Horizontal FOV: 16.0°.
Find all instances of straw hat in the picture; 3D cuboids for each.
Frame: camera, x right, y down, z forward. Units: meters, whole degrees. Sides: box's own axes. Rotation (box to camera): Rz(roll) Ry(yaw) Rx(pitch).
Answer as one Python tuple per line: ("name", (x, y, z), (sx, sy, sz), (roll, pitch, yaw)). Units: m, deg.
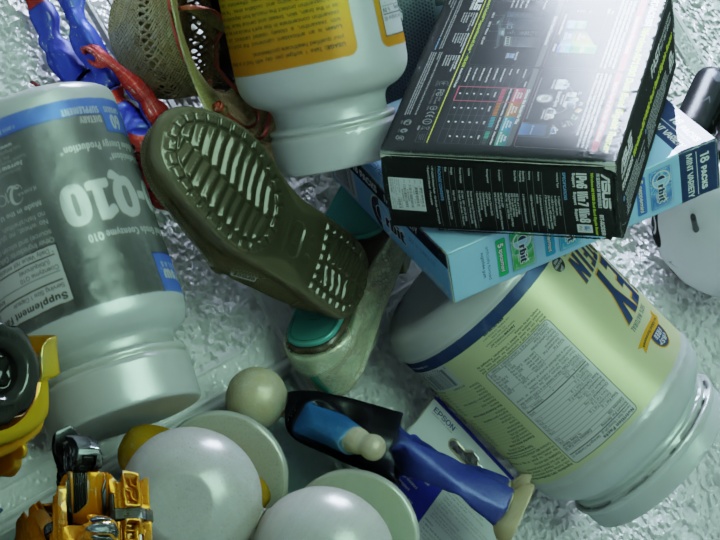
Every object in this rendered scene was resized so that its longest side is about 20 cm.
("straw hat", (-0.117, -0.159, 1.672), (0.201, 0.085, 0.201), (-9, 90, -67))

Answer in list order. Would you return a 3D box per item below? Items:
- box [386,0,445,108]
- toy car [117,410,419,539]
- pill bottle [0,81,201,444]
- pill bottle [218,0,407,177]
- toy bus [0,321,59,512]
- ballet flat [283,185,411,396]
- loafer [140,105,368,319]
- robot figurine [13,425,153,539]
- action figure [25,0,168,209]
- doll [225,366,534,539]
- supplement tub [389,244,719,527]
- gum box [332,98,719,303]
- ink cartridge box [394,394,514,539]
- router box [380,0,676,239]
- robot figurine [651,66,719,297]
("box", (0.050, -0.196, 1.754), (0.200, 0.051, 0.158), (-11, 98, -24))
("toy car", (-0.065, 0.176, 1.515), (0.200, 0.175, 0.150), (24, 94, 6))
("pill bottle", (-0.172, -0.002, 1.544), (0.114, 0.114, 0.200), (-11, 76, -40))
("pill bottle", (-0.032, -0.164, 1.619), (0.111, 0.111, 0.200), (-18, 99, -41))
("toy bus", (-0.258, 0.130, 1.416), (0.200, 0.136, 0.192), (-12, 90, -43))
("ballet flat", (0.000, 0.000, 1.722), (0.062, 0.067, 0.200), (60, 43, -40))
("loafer", (-0.076, -0.030, 1.605), (0.200, 0.067, 0.076), (44, 54, -37))
("robot figurine", (-0.155, 0.170, 1.415), (0.058, 0.200, 0.145), (1, 68, -19))
("action figure", (-0.174, -0.124, 1.636), (0.200, 0.065, 0.052), (55, 35, 1))
("doll", (0.010, 0.109, 1.609), (0.200, 0.136, 0.048), (24, 94, 1))
("supplement tub", (0.134, 0.062, 1.726), (0.200, 0.145, 0.145), (44, 49, -13))
("gum box", (0.104, -0.073, 1.679), (0.200, 0.045, 0.170), (-24, 40, -17))
("ink cartridge box", (0.025, 0.179, 1.660), (0.095, 0.037, 0.200), (47, 51, -8))
("router box", (0.111, -0.104, 1.630), (0.200, 0.150, 0.062), (-67, 154, -48))
("robot figurine", (0.294, -0.067, 1.928), (0.150, 0.125, 0.200), (29, 50, 6))
